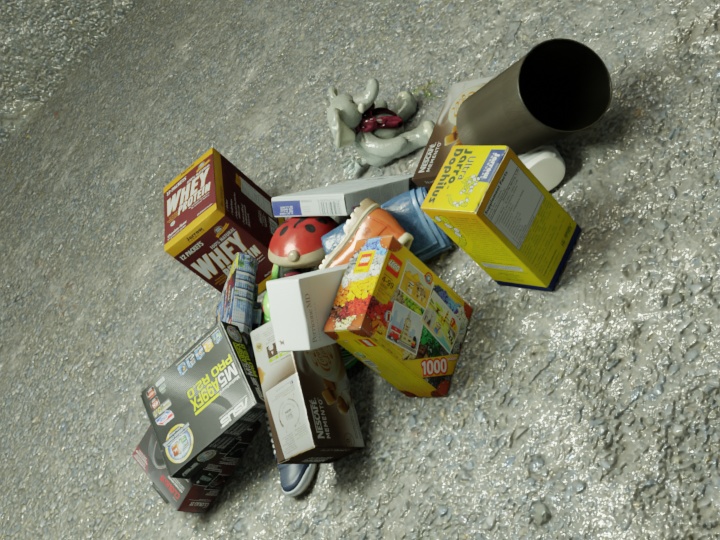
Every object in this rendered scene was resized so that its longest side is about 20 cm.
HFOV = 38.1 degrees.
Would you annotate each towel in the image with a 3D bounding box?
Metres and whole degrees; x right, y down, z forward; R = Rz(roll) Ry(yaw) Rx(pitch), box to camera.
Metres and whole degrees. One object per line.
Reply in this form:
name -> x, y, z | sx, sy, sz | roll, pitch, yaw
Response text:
towel -> 0.039, -0.047, 1.669 | 0.199, 0.112, 0.049 | -26, 3, 19

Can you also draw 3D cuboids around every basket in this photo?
basket -> 0.241, -0.241, 1.551 | 0.179, 0.137, 0.200 | -21, -1, -32

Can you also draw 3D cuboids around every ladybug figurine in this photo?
ladybug figurine -> -0.091, -0.054, 1.787 | 0.135, 0.073, 0.200 | -5, 13, 9

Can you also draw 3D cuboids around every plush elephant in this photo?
plush elephant -> 0.010, -0.272, 1.864 | 0.199, 0.155, 0.165 | -33, 38, 14

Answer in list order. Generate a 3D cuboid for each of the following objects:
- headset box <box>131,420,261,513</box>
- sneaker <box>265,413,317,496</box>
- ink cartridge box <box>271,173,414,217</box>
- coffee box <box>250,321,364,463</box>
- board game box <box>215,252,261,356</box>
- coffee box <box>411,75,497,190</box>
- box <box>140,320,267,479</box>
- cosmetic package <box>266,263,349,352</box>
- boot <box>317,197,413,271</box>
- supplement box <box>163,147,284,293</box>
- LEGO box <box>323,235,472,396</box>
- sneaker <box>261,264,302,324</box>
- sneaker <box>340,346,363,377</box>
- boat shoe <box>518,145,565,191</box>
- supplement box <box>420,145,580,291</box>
headset box -> -0.273, 0.285, 1.696 | 0.148, 0.075, 0.201 | 39, 100, 37
sneaker -> -0.120, 0.239, 1.596 | 0.070, 0.108, 0.201 | -26, 42, 30
ink cartridge box -> -0.019, -0.129, 1.808 | 0.196, 0.199, 0.044 | 1, 102, 48
coffee box -> -0.079, 0.175, 1.528 | 0.079, 0.114, 0.201 | -29, 64, 34
board game box -> -0.211, 0.107, 1.795 | 0.200, 0.061, 0.201 | 120, 155, -55
coffee box -> 0.179, -0.211, 1.701 | 0.114, 0.080, 0.201 | -1, 58, 47
box -> -0.243, 0.202, 1.622 | 0.200, 0.044, 0.161 | -41, 56, 20
cosmetic package -> -0.035, 0.047, 1.495 | 0.071, 0.199, 0.102 | -6, 96, 43
boot -> 0.000, 0.000, 1.618 | 0.107, 0.075, 0.201 | 36, 106, 16
supplement box -> -0.251, -0.080, 1.948 | 0.132, 0.200, 0.198 | -36, 37, 19
LEGO box -> 0.057, 0.069, 1.479 | 0.077, 0.200, 0.150 | -6, 55, 44
sneaker -> -0.120, 0.034, 1.827 | 0.201, 0.083, 0.077 | -80, 0, -51
sneaker -> 0.011, 0.079, 1.619 | 0.200, 0.085, 0.078 | -46, 36, 5
boat shoe -> 0.220, -0.127, 1.597 | 0.200, 0.072, 0.069 | -38, 22, 21
supplement box -> 0.198, -0.072, 1.453 | 0.109, 0.200, 0.109 | 8, 64, 50
